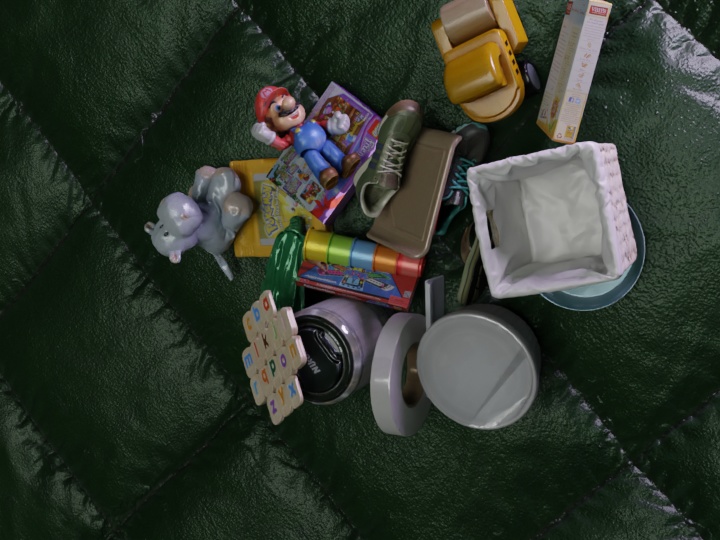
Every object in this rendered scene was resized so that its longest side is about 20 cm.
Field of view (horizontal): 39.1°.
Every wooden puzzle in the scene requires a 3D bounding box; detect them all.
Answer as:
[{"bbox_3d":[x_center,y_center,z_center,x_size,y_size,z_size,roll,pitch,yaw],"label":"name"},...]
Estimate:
[{"bbox_3d":[0.087,-0.128,1.612,0.185,0.037,0.201,28,102,61],"label":"wooden puzzle"}]

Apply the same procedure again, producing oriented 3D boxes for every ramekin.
[{"bbox_3d":[0.199,0.146,1.630,0.202,0.094,0.203,9,112,23],"label":"ramekin"}]

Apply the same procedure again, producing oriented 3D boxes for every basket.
[{"bbox_3d":[0.287,-0.079,1.482,0.199,0.161,0.199,-10,96,29],"label":"basket"}]

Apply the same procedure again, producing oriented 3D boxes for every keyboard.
[{"bbox_3d":[0.126,0.110,1.694,0.011,0.056,0.201,5,103,30],"label":"keyboard"}]

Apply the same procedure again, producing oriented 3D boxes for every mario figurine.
[{"bbox_3d":[-0.094,-0.229,1.641,0.200,0.123,0.106,45,115,12],"label":"mario figurine"}]

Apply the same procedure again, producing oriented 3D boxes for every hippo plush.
[{"bbox_3d":[-0.305,-0.092,1.798,0.159,0.160,0.200,50,134,30],"label":"hippo plush"}]

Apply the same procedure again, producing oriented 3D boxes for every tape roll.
[{"bbox_3d":[0.073,0.168,1.652,0.037,0.203,0.204,3,102,26],"label":"tape roll"}]

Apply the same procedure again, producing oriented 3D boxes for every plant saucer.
[{"bbox_3d":[0.342,-0.038,1.568,0.199,0.027,0.201,6,104,26],"label":"plant saucer"}]

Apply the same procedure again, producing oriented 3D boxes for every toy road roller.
[{"bbox_3d":[0.178,-0.322,1.525,0.123,0.146,0.201,-21,91,29],"label":"toy road roller"}]

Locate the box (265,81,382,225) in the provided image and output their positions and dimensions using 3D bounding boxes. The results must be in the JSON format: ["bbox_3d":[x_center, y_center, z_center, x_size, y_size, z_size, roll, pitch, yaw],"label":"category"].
[{"bbox_3d":[-0.049,-0.196,1.706,0.137,0.039,0.200,40,101,16],"label":"box"}]

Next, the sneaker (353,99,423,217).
[{"bbox_3d":[0.048,-0.165,1.591,0.200,0.067,0.090,122,151,-43],"label":"sneaker"}]

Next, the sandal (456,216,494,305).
[{"bbox_3d":[0.186,-0.040,1.623,0.057,0.080,0.202,33,115,33],"label":"sandal"}]

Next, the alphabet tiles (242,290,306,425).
[{"bbox_3d":[-0.141,0.142,1.643,0.200,0.015,0.196,-46,58,52],"label":"alphabet tiles"}]

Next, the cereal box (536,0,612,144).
[{"bbox_3d":[0.307,-0.294,1.468,0.039,0.144,0.201,12,108,-3],"label":"cereal box"}]

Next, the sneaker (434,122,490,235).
[{"bbox_3d":[0.152,-0.137,1.601,0.200,0.077,0.091,-62,27,29],"label":"sneaker"}]

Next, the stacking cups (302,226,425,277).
[{"bbox_3d":[0.008,-0.030,1.678,0.199,0.061,0.061,9,105,10],"label":"stacking cups"}]

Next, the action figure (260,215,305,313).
[{"bbox_3d":[-0.125,0.003,1.771,0.118,0.055,0.201,17,104,30],"label":"action figure"}]

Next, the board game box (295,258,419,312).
[{"bbox_3d":[0.000,0.000,1.704,0.199,0.019,0.103,13,62,15],"label":"board game box"}]

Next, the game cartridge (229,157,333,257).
[{"bbox_3d":[-0.145,-0.112,1.803,0.199,0.032,0.177,-1,100,26],"label":"game cartridge"}]

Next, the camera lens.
[{"bbox_3d":[-0.036,0.126,1.699,0.159,0.200,0.161,6,103,26],"label":"camera lens"}]
